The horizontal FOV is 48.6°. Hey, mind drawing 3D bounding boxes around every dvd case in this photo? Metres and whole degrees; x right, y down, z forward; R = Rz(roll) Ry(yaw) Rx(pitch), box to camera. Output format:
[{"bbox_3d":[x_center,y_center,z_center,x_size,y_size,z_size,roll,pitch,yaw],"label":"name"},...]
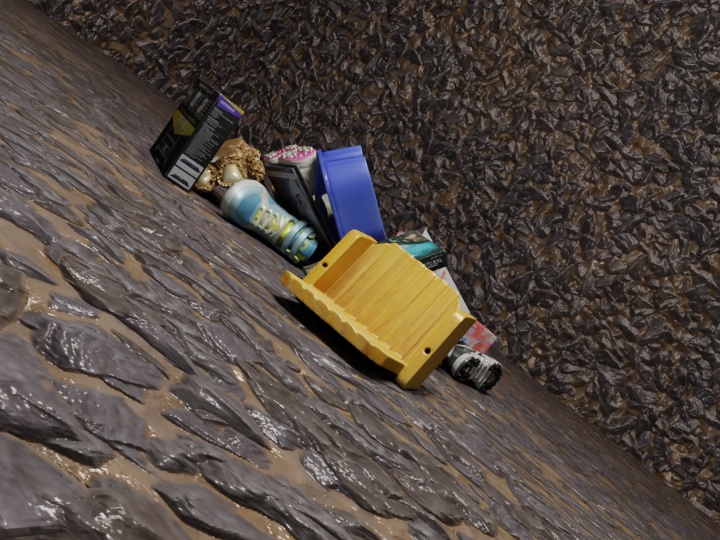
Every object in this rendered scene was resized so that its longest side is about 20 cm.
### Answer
[{"bbox_3d":[-0.099,-0.095,1.402,0.148,0.016,0.202,20,-42,63],"label":"dvd case"}]

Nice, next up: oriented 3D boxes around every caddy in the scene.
[{"bbox_3d":[-0.026,-0.116,1.369,0.142,0.104,0.202,-105,180,-64],"label":"caddy"}]

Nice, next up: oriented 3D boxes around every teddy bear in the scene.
[{"bbox_3d":[-0.237,-0.175,1.408,0.200,0.143,0.068,-126,-159,-65],"label":"teddy bear"}]

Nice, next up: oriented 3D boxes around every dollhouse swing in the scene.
[{"bbox_3d":[0.024,0.028,1.018,0.199,0.182,0.176,38,-16,22],"label":"dollhouse swing"}]

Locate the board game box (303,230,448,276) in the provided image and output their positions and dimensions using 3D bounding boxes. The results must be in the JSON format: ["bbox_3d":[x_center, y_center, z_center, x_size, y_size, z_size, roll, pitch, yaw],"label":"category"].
[{"bbox_3d":[0.019,-0.006,1.230,0.135,0.198,0.028,-136,-151,-66],"label":"board game box"}]

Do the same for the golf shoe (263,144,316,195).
[{"bbox_3d":[-0.124,-0.178,1.453,0.200,0.075,0.093,-147,-143,-69],"label":"golf shoe"}]

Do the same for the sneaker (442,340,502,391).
[{"bbox_3d":[0.207,0.174,1.522,0.090,0.067,0.199,42,9,34],"label":"sneaker"}]

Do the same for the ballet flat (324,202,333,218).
[{"bbox_3d":[-0.089,-0.108,1.530,0.062,0.067,0.200,45,-2,-10],"label":"ballet flat"}]

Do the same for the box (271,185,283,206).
[{"bbox_3d":[-0.139,-0.113,1.582,0.200,0.048,0.119,-131,-156,-76],"label":"box"}]

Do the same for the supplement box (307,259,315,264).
[{"bbox_3d":[0.000,0.000,1.480,0.101,0.104,0.200,34,3,-39],"label":"supplement box"}]

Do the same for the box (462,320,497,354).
[{"bbox_3d":[0.172,0.116,1.638,0.199,0.103,0.095,35,4,-36],"label":"box"}]

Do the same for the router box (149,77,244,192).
[{"bbox_3d":[-0.279,-0.232,1.336,0.052,0.158,0.200,33,6,-29],"label":"router box"}]

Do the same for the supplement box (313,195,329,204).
[{"bbox_3d":[-0.062,-0.094,1.733,0.102,0.103,0.200,60,-8,-27],"label":"supplement box"}]

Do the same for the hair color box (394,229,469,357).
[{"bbox_3d":[0.109,0.042,1.374,0.063,0.111,0.201,-3,-49,37],"label":"hair color box"}]

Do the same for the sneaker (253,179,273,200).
[{"bbox_3d":[-0.198,-0.126,1.502,0.077,0.078,0.200,49,5,-12],"label":"sneaker"}]

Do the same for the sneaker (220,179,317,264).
[{"bbox_3d":[-0.139,-0.076,1.328,0.130,0.080,0.200,37,5,25],"label":"sneaker"}]
